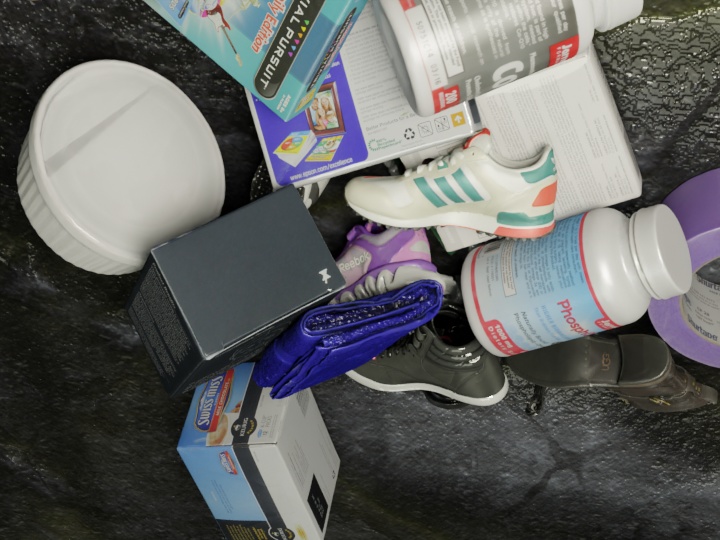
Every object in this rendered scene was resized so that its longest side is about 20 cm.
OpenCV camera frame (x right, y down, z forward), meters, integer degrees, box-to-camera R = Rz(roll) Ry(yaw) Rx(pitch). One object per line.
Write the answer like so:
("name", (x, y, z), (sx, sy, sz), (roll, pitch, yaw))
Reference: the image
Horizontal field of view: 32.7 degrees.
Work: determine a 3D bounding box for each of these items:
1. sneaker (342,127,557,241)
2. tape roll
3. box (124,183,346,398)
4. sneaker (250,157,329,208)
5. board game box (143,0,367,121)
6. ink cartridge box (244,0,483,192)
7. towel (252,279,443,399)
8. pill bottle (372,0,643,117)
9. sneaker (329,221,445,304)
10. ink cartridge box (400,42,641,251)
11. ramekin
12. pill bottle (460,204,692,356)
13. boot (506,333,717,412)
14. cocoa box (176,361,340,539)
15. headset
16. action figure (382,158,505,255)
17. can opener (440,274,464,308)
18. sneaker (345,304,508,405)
("sneaker", (0.084, -0.087, 1.112), (0.196, 0.071, 0.095), (7, 112, 5))
("tape roll", (0.378, 0.000, 1.194), (0.196, 0.086, 0.202), (7, 136, 7))
("box", (-0.122, 0.024, 1.138), (0.108, 0.147, 0.200), (61, 157, 5))
("sneaker", (-0.047, -0.138, 1.178), (0.073, 0.080, 0.202), (33, 120, 11))
("board game box", (-0.096, -0.248, 1.026), (0.199, 0.047, 0.152), (40, 129, 7))
("ink cartridge box", (-0.012, -0.192, 1.084), (0.195, 0.043, 0.203), (-14, 97, 18))
("towel", (-0.014, 0.071, 1.170), (0.145, 0.050, 0.200), (-14, 168, -23))
("pill bottle", (0.118, -0.211, 0.984), (0.197, 0.115, 0.115), (-22, 131, -1))
("sneaker", (0.000, 0.000, 1.236), (0.198, 0.090, 0.080), (-18, 160, 40))
("ink cartridge box", (0.144, -0.114, 1.143), (0.197, 0.050, 0.162), (-16, 125, 21))
("ramekin", (-0.236, -0.091, 1.178), (0.201, 0.205, 0.094), (36, 143, -22))
("pill bottle", (0.201, 0.006, 1.144), (0.198, 0.110, 0.109), (-18, 128, 33))
("boot", (0.271, 0.116, 1.322), (0.197, 0.070, 0.174), (5, 164, 29))
("cocoa box", (-0.120, 0.225, 1.496), (0.129, 0.135, 0.202), (-4, 133, 17))
("headset", (0.122, 0.098, 1.377), (0.198, 0.094, 0.124), (34, 134, 1))
("action figure", (0.071, -0.092, 1.201), (0.117, 0.055, 0.200), (-26, 120, 36))
("can opener", (0.107, 0.020, 1.301), (0.197, 0.067, 0.053), (13, 138, -13))
("sneaker", (0.057, 0.076, 1.289), (0.197, 0.071, 0.100), (9, 134, 27))
